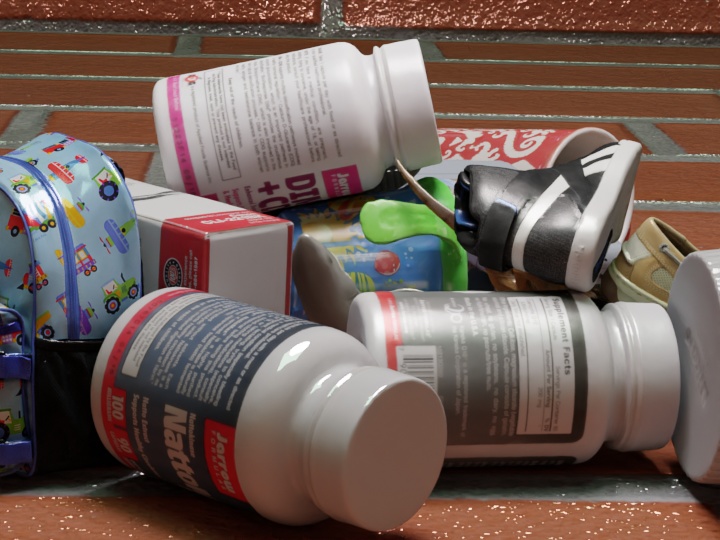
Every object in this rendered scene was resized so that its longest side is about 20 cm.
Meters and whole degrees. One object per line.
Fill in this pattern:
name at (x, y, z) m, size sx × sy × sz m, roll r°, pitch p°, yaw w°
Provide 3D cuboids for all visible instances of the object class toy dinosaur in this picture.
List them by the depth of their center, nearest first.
toy dinosaur at (0.108, 0.001, 1.321) m, size 0.200 × 0.060 × 0.106 m, roll 43°, pitch -25°, yaw -25°

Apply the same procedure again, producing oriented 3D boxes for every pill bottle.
pill bottle at (-0.054, 0.085, 1.111) m, size 0.200 × 0.120 × 0.120 m, roll 13°, pitch 18°, yaw 40°
pill bottle at (0.095, 0.069, 1.204) m, size 0.200 × 0.114 × 0.114 m, roll 0°, pitch 14°, yaw -9°
pill bottle at (-0.046, -0.106, 1.391) m, size 0.200 × 0.113 × 0.113 m, roll -12°, pitch 14°, yaw 3°

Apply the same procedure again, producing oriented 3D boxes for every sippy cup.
sippy cup at (0.000, 0.000, 1.416) m, size 0.130 × 0.178 × 0.140 m, roll -2°, pitch 34°, yaw -16°

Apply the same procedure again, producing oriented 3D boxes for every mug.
mug at (0.148, -0.058, 1.775) m, size 0.200 × 0.178 × 0.133 m, roll 10°, pitch 51°, yaw 45°

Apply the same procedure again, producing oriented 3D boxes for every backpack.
backpack at (-0.217, 0.016, 1.202) m, size 0.134 × 0.200 × 0.183 m, roll -8°, pitch 18°, yaw -35°

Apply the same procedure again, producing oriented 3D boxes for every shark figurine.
shark figurine at (0.032, 0.072, 1.320) m, size 0.214 × 0.128 × 0.090 m, roll 25°, pitch 46°, yaw 0°

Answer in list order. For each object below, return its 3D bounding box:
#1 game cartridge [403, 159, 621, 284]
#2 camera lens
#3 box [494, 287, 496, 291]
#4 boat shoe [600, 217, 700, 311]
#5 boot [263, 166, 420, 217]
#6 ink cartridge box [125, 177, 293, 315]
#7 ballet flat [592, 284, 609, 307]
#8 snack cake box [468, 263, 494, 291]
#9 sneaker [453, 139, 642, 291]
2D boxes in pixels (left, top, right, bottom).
game cartridge at (0.117, -0.044, 1.582) m, size 0.133 × 0.042 × 0.200 m, roll 2°, pitch 25°, yaw -35°
camera lens at (0.305, 0.060, 1.170) m, size 0.200 × 0.160 × 0.160 m, roll 0°, pitch 14°, yaw -6°
box at (0.126, 0.050, 1.437) m, size 0.041 × 0.039 × 0.200 m, roll 4°, pitch 14°, yaw 1°
boat shoe at (0.266, 0.032, 1.272) m, size 0.200 × 0.076 × 0.072 m, roll 28°, pitch 23°, yaw -6°
boot at (-0.054, -0.075, 1.520) m, size 0.200 × 0.078 × 0.138 m, roll -11°, pitch -1°, yaw -1°
ink cartridge box at (-0.145, 0.021, 1.304) m, size 0.200 × 0.144 × 0.084 m, roll 15°, pitch 18°, yaw 42°
ballet flat at (0.217, 0.007, 1.606) m, size 0.200 × 0.046 × 0.067 m, roll 6°, pitch 15°, yaw 15°
snack cake box at (0.031, -0.012, 1.620) m, size 0.115 × 0.067 × 0.200 m, roll 13°, pitch 18°, yaw 40°
sneaker at (0.124, -0.054, 1.272) m, size 0.112 × 0.073 × 0.200 m, roll 15°, pitch 22°, yaw 12°
